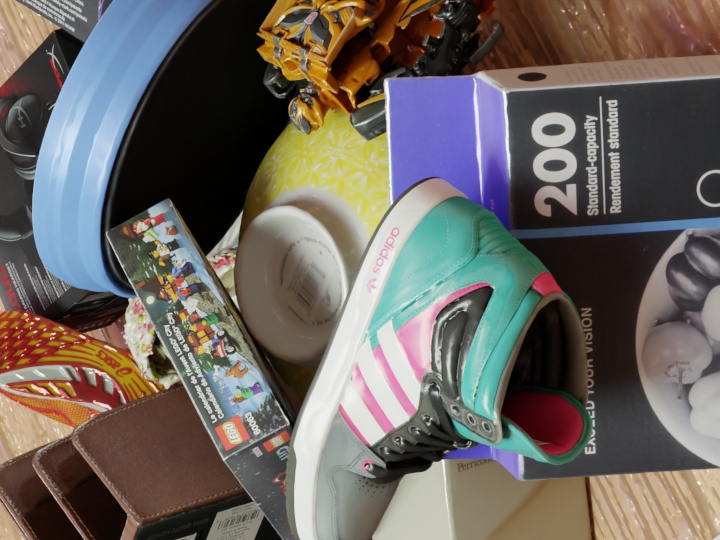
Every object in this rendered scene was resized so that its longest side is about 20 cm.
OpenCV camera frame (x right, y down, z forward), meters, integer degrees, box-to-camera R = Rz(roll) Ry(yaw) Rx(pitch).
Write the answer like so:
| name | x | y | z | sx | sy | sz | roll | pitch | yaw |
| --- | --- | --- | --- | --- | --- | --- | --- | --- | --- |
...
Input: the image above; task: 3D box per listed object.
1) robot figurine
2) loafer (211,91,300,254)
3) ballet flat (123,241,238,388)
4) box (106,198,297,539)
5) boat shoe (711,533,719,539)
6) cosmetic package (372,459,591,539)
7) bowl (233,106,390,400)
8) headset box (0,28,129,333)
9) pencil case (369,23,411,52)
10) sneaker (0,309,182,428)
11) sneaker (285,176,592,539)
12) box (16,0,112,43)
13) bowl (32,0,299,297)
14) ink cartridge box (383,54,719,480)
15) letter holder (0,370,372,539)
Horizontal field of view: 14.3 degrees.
| name | x | y | z | sx | sy | sz | roll | pitch | yaw |
| --- | --- | --- | --- | --- | --- | --- | --- | --- | --- |
| robot figurine | 0.027 | -0.152 | 1.425 | 0.058 | 0.200 | 0.145 | 46 | 170 | -33 |
| loafer | -0.036 | -0.039 | 1.658 | 0.070 | 0.070 | 0.200 | 24 | 122 | 0 |
| ballet flat | -0.047 | 0.011 | 1.610 | 0.200 | 0.064 | 0.076 | -30 | 121 | 20 |
| box | -0.062 | 0.062 | 1.461 | 0.137 | 0.038 | 0.200 | 61 | 179 | 24 |
| boat shoe | 0.218 | 0.146 | 1.382 | 0.200 | 0.071 | 0.070 | -40 | 67 | 44 |
| cosmetic package | 0.070 | 0.180 | 1.554 | 0.073 | 0.103 | 0.200 | 8 | 109 | 50 |
| bowl | 0.000 | 0.000 | 1.452 | 0.200 | 0.108 | 0.200 | 11 | 106 | 42 |
| headset box | -0.181 | -0.051 | 1.823 | 0.200 | 0.077 | 0.149 | -35 | 74 | 50 |
| pencil case | 0.032 | -0.064 | 1.539 | 0.087 | 0.083 | 0.200 | 101 | 145 | -74 |
| sneaker | -0.147 | 0.081 | 1.799 | 0.200 | 0.073 | 0.077 | 29 | 172 | 7 |
| sneaker | 0.045 | 0.070 | 1.341 | 0.121 | 0.084 | 0.200 | 33 | 118 | 28 |
| box | -0.124 | -0.241 | 1.643 | 0.106 | 0.122 | 0.200 | 34 | 127 | 43 |
| bowl | -0.092 | -0.076 | 1.463 | 0.039 | 0.201 | 0.201 | 27 | 125 | 20 |
| ink cartridge box | 0.114 | 0.000 | 1.370 | 0.043 | 0.200 | 0.198 | -96 | 3 | -75 |
| letter holder | -0.095 | 0.107 | 1.660 | 0.142 | 0.200 | 0.101 | 50 | 136 | 31 |
